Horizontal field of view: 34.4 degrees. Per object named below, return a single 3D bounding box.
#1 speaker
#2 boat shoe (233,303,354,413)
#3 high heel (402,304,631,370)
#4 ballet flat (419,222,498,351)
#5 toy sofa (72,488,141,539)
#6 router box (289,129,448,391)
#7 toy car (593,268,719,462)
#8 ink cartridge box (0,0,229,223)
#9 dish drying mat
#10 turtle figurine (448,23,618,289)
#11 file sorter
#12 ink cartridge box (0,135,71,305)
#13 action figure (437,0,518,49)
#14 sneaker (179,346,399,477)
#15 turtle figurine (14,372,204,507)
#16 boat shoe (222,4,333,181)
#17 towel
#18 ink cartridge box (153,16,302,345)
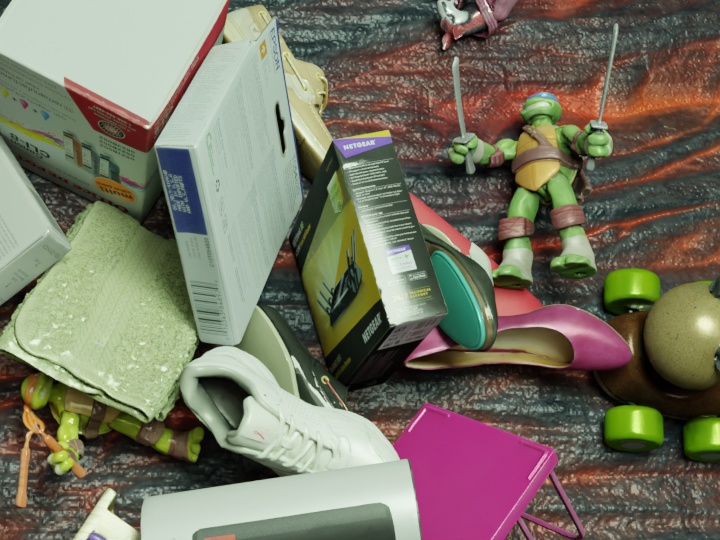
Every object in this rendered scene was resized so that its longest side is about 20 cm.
[{"bbox_3d":[-0.056,0.190,0.840,0.198,0.081,0.082,-7,71,-1],"label":"speaker"},{"bbox_3d":[-0.047,0.116,0.996,0.063,0.074,0.203,-15,68,-42],"label":"boat shoe"},{"bbox_3d":[0.135,0.072,1.018,0.198,0.068,0.096,18,44,5],"label":"high heel"},{"bbox_3d":[0.072,-0.004,1.013,0.068,0.069,0.200,-13,40,-32],"label":"ballet flat"},{"bbox_3d":[-0.147,0.267,0.900,0.199,0.083,0.098,34,64,0],"label":"toy sofa"},{"bbox_3d":[0.000,0.000,0.976,0.052,0.200,0.159,-12,72,-18],"label":"router box"},{"bbox_3d":[0.309,0.063,1.032,0.156,0.200,0.166,9,68,-11],"label":"toy car"},{"bbox_3d":[-0.212,-0.161,0.984,0.144,0.200,0.146,26,67,-2],"label":"ink cartridge box"},{"bbox_3d":[0.079,-0.002,1.098,0.199,0.018,0.077,39,66,3],"label":"dish drying mat"},{"bbox_3d":[0.153,-0.094,1.065,0.142,0.200,0.196,0,72,-2],"label":"turtle figurine"},{"bbox_3d":[0.067,0.236,0.924,0.200,0.138,0.126,-49,129,-23],"label":"file sorter"},{"bbox_3d":[-0.358,-0.042,0.957,0.176,0.045,0.200,-37,64,-3],"label":"ink cartridge box"},{"bbox_3d":[0.139,-0.301,1.204,0.149,0.133,0.201,44,72,-42],"label":"action figure"},{"bbox_3d":[-0.061,0.130,0.897,0.199,0.099,0.079,27,94,12],"label":"sneaker"},{"bbox_3d":[-0.209,0.116,0.948,0.160,0.065,0.201,14,47,-19],"label":"turtle figurine"},{"bbox_3d":[-0.064,-0.171,1.094,0.069,0.074,0.201,-32,80,-18],"label":"boat shoe"},{"bbox_3d":[-0.196,0.030,0.963,0.147,0.037,0.201,26,39,-7],"label":"towel"},{"bbox_3d":[-0.103,-0.078,0.967,0.040,0.201,0.201,5,40,14],"label":"ink cartridge box"}]
